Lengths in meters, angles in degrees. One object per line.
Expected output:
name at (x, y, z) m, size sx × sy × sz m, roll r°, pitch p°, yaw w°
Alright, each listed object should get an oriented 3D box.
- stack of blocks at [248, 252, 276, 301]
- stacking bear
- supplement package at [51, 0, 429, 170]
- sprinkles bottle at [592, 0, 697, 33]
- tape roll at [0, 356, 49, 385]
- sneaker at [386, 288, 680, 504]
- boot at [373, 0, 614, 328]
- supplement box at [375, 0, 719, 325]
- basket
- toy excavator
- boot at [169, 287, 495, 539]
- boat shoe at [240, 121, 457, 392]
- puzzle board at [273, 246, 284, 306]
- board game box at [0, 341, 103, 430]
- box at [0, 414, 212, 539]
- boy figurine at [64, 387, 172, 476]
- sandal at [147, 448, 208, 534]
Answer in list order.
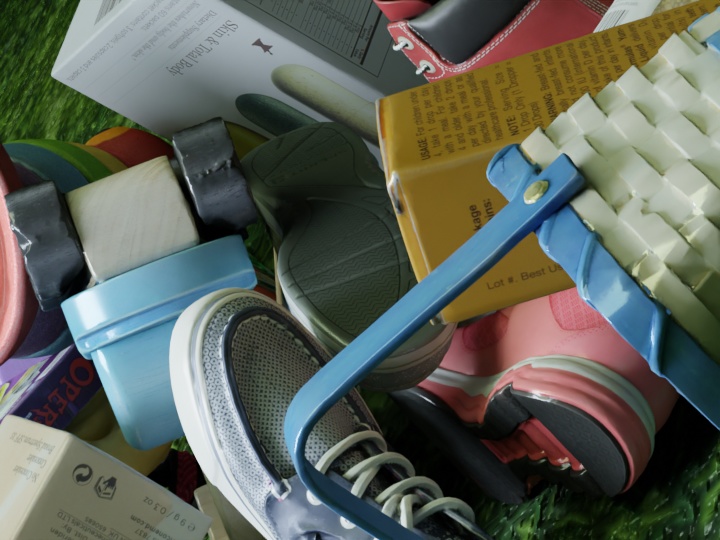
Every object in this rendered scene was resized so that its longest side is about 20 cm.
stack of blocks at (-0.108, 0.004, 1.317) m, size 0.200 × 0.115 × 0.059 m, roll 34°, pitch 96°, yaw 52°
stacking bear at (-0.149, -0.020, 1.139) m, size 0.121 × 0.114 × 0.200 m, roll -28°, pitch -3°, yaw 32°
supplement package at (-0.022, -0.137, 1.164) m, size 0.152 × 0.199 × 0.151 m, roll -28°, pitch 39°, yaw 57°
sprinkles bottle at (0.130, -0.094, 0.877) m, size 0.200 × 0.068 × 0.068 m, roll -56°, pitch 17°, yaw -18°
tape roll at (-0.189, 0.099, 1.311) m, size 0.200 × 0.065 × 0.201 m, roll 43°, pitch 140°, yaw 52°
sneaker at (0.078, 0.041, 0.916) m, size 0.087 × 0.074 × 0.200 m, roll -48°, pitch 16°, yaw -17°
boot at (0.043, -0.061, 0.994) m, size 0.200 × 0.144 × 0.073 m, roll -50°, pitch 24°, yaw 33°
supplement box at (0.108, -0.048, 0.770) m, size 0.199 × 0.067 × 0.069 m, roll -17°, pitch 33°, yaw 3°
basket at (0.097, 0.030, 0.698) m, size 0.200 × 0.176 × 0.139 m, roll -46°, pitch 29°, yaw 13°
toy excavator at (-0.077, 0.052, 1.010) m, size 0.099 × 0.201 × 0.194 m, roll -19°, pitch -3°, yaw -6°
boot at (0.008, 0.089, 0.852) m, size 0.073 × 0.201 × 0.090 m, roll -36°, pitch 8°, yaw -34°
boat shoe at (-0.002, 0.000, 0.970) m, size 0.074 × 0.065 × 0.202 m, roll -24°, pitch 29°, yaw -8°
puzzle board at (-0.018, 0.093, 1.024) m, size 0.200 × 0.017 × 0.152 m, roll -108°, pitch 15°, yaw -63°
board game box at (-0.207, 0.120, 1.060) m, size 0.200 × 0.032 × 0.120 m, roll -50°, pitch 16°, yaw -30°
box at (-0.154, 0.169, 0.957) m, size 0.201 × 0.078 × 0.095 m, roll -62°, pitch 24°, yaw -13°
boy figurine at (-0.134, 0.098, 1.124) m, size 0.200 × 0.065 × 0.124 m, roll -41°, pitch 15°, yaw -8°
sandal at (-0.103, 0.125, 1.154) m, size 0.075 × 0.045 × 0.200 m, roll -38°, pitch 1°, yaw 26°
